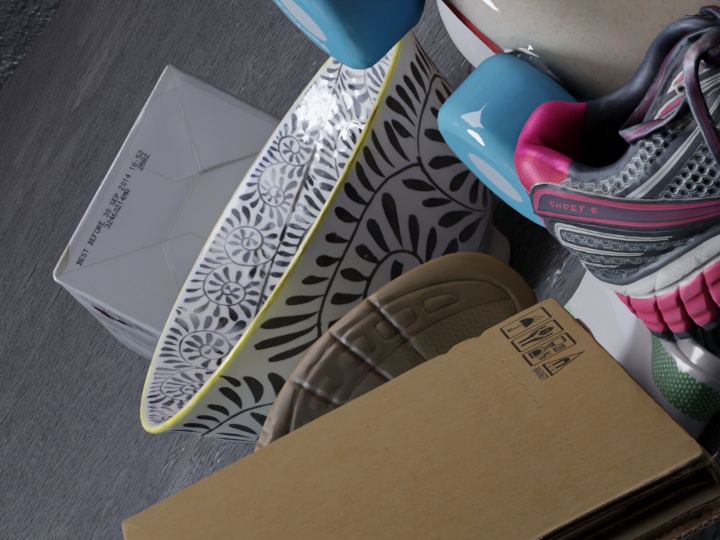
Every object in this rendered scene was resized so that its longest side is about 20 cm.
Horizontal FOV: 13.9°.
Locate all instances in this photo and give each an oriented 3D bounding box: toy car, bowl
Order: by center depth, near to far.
[{"bbox_3d":[0.086,-0.107,1.091,0.184,0.177,0.200,-47,-18,-6],"label":"toy car"},{"bbox_3d":[0.000,0.000,1.216,0.201,0.094,0.201,-55,14,20],"label":"bowl"}]

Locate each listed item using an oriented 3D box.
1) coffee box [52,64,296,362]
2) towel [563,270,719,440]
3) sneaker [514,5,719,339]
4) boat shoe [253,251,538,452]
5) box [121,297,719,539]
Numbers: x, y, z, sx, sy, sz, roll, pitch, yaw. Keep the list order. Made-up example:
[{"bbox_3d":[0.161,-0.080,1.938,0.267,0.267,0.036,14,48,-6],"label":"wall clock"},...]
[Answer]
[{"bbox_3d":[-0.070,-0.010,1.405,0.113,0.080,0.200,-62,-9,-6],"label":"coffee box"},{"bbox_3d":[0.054,0.074,0.980,0.200,0.031,0.149,-55,12,20],"label":"towel"},{"bbox_3d":[0.129,-0.054,0.844,0.200,0.075,0.081,-37,21,33],"label":"sneaker"},{"bbox_3d":[-0.003,0.077,1.102,0.200,0.074,0.066,-49,-15,8],"label":"boat shoe"},{"bbox_3d":[0.010,0.072,0.869,0.163,0.021,0.200,-27,14,-2],"label":"box"}]
